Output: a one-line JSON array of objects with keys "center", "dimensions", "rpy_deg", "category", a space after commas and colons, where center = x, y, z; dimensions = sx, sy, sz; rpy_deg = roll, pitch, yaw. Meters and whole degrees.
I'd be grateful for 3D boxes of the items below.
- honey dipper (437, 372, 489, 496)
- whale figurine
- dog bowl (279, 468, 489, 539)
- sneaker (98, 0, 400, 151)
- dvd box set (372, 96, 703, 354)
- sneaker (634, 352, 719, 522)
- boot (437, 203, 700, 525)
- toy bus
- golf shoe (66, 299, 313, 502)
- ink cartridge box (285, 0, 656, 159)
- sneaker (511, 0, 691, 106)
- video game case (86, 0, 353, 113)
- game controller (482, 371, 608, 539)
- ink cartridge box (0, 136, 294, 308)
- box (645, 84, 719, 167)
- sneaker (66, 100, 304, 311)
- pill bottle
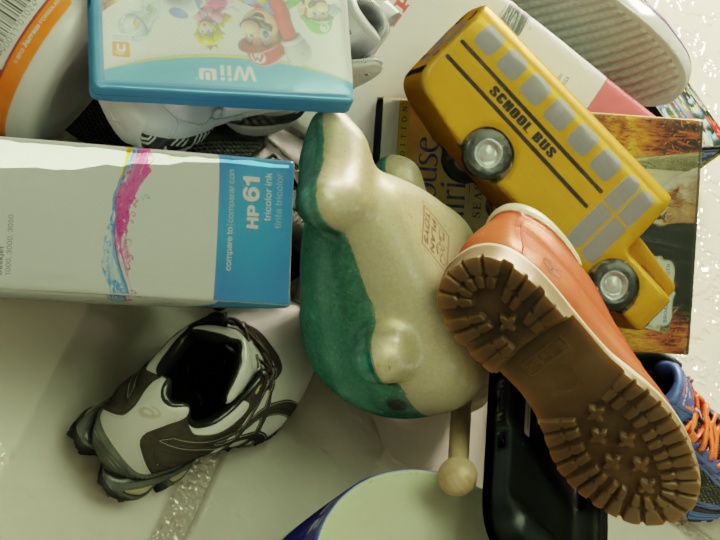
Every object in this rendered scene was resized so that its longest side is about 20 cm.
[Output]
[{"center": [0.060, 0.087, 1.706], "dimensions": [0.038, 0.038, 0.200], "rpy_deg": [38, 15, -10], "category": "honey dipper"}, {"center": [0.000, 0.000, 1.650], "dimensions": [0.200, 0.104, 0.159], "rpy_deg": [55, 30, -45], "category": "whale figurine"}, {"center": [0.034, 0.214, 1.629], "dimensions": [0.200, 0.079, 0.200], "rpy_deg": [20, 50, -26], "category": "dog bowl"}, {"center": [-0.061, -0.122, 1.641], "dimensions": [0.200, 0.115, 0.075], "rpy_deg": [-10, 74, -59], "category": "sneaker"}, {"center": [0.104, -0.027, 1.766], "dimensions": [0.200, 0.029, 0.147], "rpy_deg": [4, 91, -9], "category": "dvd box set"}, {"center": [0.189, 0.096, 1.837], "dimensions": [0.200, 0.078, 0.075], "rpy_deg": [24, 49, -23], "category": "sneaker"}, {"center": [0.128, 0.049, 1.650], "dimensions": [0.200, 0.075, 0.107], "rpy_deg": [52, 24, -13], "category": "boot"}, {"center": [0.111, -0.057, 1.718], "dimensions": [0.200, 0.065, 0.078], "rpy_deg": [45, 82, -7], "category": "toy bus"}, {"center": [-0.071, 0.060, 1.646], "dimensions": [0.078, 0.094, 0.200], "rpy_deg": [49, 41, 2], "category": "golf shoe"}, {"center": [0.059, -0.094, 1.818], "dimensions": [0.200, 0.084, 0.145], "rpy_deg": [37, 83, -12], "category": "ink cartridge box"}, {"center": [0.145, -0.195, 1.878], "dimensions": [0.200, 0.073, 0.114], "rpy_deg": [39, 44, 6], "category": "sneaker"}, {"center": [-0.080, -0.182, 1.608], "dimensions": [0.143, 0.018, 0.200], "rpy_deg": [2, 66, -14], "category": "video game case"}, {"center": [0.106, 0.105, 1.675], "dimensions": [0.104, 0.042, 0.200], "rpy_deg": [39, 36, -28], "category": "game controller"}, {"center": [-0.155, -0.025, 1.573], "dimensions": [0.200, 0.144, 0.085], "rpy_deg": [2, 89, -27], "category": "ink cartridge box"}, {"center": [0.168, -0.154, 1.990], "dimensions": [0.200, 0.040, 0.137], "rpy_deg": [56, 18, 8], "category": "box"}, {"center": [-0.101, -0.052, 1.714], "dimensions": [0.199, 0.076, 0.114], "rpy_deg": [32, 39, -24], "category": "sneaker"}, {"center": [-0.235, -0.165, 1.643], "dimensions": [0.200, 0.113, 0.113], "rpy_deg": [34, 42, 9], "category": "pill bottle"}]
